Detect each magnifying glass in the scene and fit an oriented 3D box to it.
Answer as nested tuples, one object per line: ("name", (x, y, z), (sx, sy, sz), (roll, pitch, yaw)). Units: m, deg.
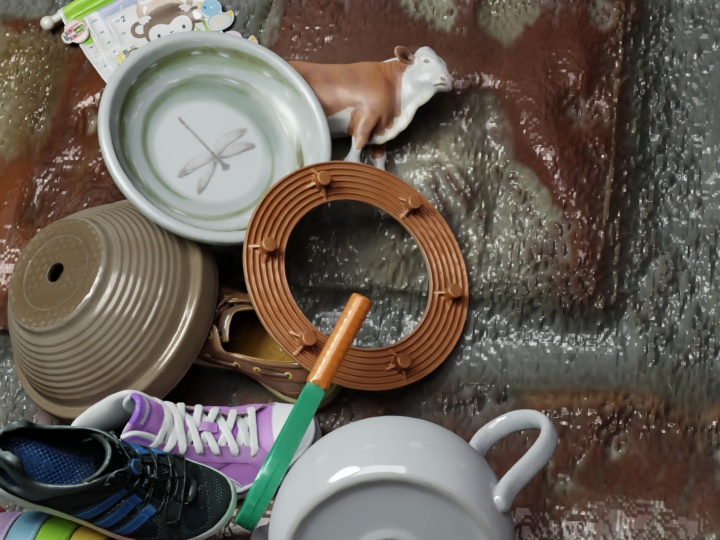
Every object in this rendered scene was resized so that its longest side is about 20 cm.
("magnifying glass", (-0.043, 0.109, 1.502), (0.022, 0.080, 0.201), (26, 76, -2))

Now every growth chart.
("growth chart", (-0.187, -0.211, 1.798), (0.144, 0.018, 0.200), (-38, 62, -11))

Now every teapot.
("teapot", (0.028, 0.182, 1.461), (0.198, 0.199, 0.146), (15, 26, -3))

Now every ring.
("ring", (0.000, 0.000, 1.583), (0.198, 0.019, 0.203), (9, 65, -20))

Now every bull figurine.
("bull figurine", (-0.014, -0.137, 1.692), (0.198, 0.065, 0.123), (3, 68, 19))

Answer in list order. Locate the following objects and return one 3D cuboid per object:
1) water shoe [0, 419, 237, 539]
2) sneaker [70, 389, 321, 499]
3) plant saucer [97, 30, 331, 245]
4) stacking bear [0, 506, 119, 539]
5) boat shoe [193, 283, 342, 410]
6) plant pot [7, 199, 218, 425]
("water shoe", (-0.184, 0.160, 1.460), (0.198, 0.079, 0.072), (11, 67, -15))
("sneaker", (-0.134, 0.133, 1.542), (0.198, 0.115, 0.073), (-12, 58, 3))
("plant saucer", (-0.125, -0.104, 1.626), (0.198, 0.050, 0.202), (8, 62, -15))
("stacking bear", (-0.217, 0.246, 1.503), (0.198, 0.114, 0.123), (8, 63, 11))
("boat shoe", (-0.104, 0.046, 1.608), (0.199, 0.068, 0.072), (24, 69, 23))
("plant pot", (-0.222, 0.020, 1.598), (0.199, 0.093, 0.203), (-16, 57, 26))
